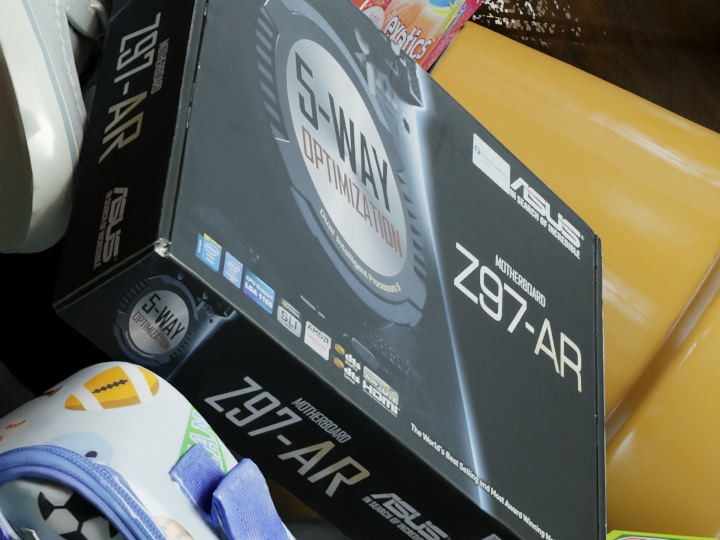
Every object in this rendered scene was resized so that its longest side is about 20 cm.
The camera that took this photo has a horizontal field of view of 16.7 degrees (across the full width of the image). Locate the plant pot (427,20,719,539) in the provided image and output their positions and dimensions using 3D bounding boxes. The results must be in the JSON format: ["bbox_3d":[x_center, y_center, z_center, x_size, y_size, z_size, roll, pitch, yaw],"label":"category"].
[{"bbox_3d":[0.077,0.005,0.967,0.183,0.200,0.201,35,36,-4],"label":"plant pot"}]

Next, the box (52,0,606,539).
[{"bbox_3d":[0.000,0.000,0.757,0.200,0.043,0.161,41,36,-31],"label":"box"}]

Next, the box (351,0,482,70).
[{"bbox_3d":[-0.051,-0.147,0.899,0.199,0.100,0.096,36,-10,18],"label":"box"}]

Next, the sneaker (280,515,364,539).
[{"bbox_3d":[-0.012,0.175,0.774,0.081,0.083,0.202,-20,103,-65],"label":"sneaker"}]

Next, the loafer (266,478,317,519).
[{"bbox_3d":[-0.009,0.115,0.853,0.075,0.068,0.201,3,60,-51],"label":"loafer"}]

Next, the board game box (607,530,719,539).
[{"bbox_3d":[0.089,0.201,0.843,0.101,0.047,0.202,-18,105,-53],"label":"board game box"}]

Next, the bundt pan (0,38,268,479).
[{"bbox_3d":[-0.088,0.001,0.810,0.201,0.076,0.203,19,42,-18],"label":"bundt pan"}]

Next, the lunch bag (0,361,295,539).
[{"bbox_3d":[-0.064,0.129,0.686,0.200,0.160,0.076,52,33,-8],"label":"lunch bag"}]

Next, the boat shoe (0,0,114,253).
[{"bbox_3d":[-0.109,-0.090,0.769,0.071,0.070,0.202,-3,50,-30],"label":"boat shoe"}]
